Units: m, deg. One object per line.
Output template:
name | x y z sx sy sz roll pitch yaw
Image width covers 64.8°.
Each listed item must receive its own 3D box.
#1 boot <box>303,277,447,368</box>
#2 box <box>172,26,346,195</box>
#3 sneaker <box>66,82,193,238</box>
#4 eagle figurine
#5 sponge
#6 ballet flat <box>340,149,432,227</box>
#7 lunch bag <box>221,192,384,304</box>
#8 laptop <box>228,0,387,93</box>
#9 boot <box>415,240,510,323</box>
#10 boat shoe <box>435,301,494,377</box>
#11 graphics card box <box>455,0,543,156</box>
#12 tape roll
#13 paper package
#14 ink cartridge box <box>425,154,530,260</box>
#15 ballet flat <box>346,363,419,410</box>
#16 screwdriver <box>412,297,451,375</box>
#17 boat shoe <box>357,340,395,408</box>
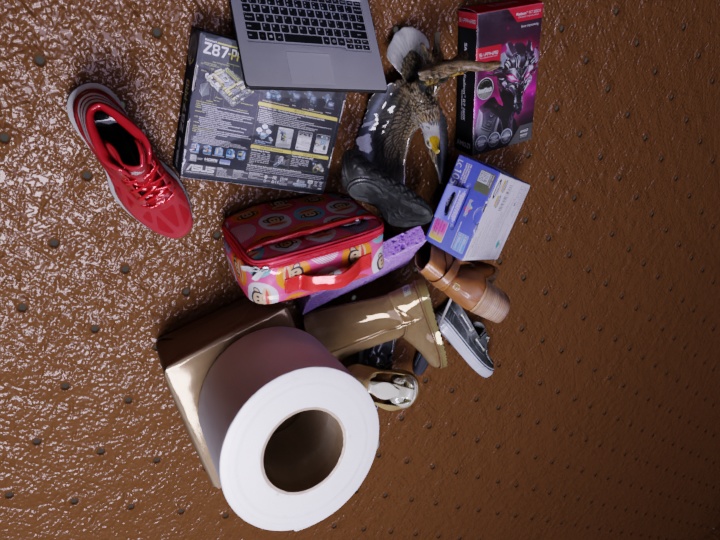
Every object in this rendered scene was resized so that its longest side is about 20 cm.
boot | 0.028 0.107 0.900 0.195 0.067 0.179 -19 118 5
box | -0.119 -0.187 0.698 0.195 0.049 0.165 1 116 -32
sneaker | -0.244 -0.098 0.623 0.078 0.115 0.202 -38 129 -7
eagle figurine | 0.080 -0.207 0.781 0.148 0.154 0.201 23 148 -1
sponge | 0.000 0.000 0.843 0.196 0.030 0.112 -25 169 -19
ballet flat | 0.043 -0.105 0.766 0.065 0.058 0.198 -20 155 28
lunch bag | -0.069 -0.027 0.732 0.195 0.176 0.084 -17 124 -23
laptop | -0.045 -0.319 0.625 0.182 0.115 0.206 -8 80 -28
boot | 0.151 -0.003 0.915 0.152 0.200 0.075 30 101 -12
boat shoe | 0.208 0.129 1.058 0.071 0.072 0.200 -43 128 2
graphics card box | 0.204 -0.286 0.846 0.123 0.051 0.205 -18 124 -23
tape roll | -0.092 0.189 0.706 0.197 0.138 0.209 -7 106 -25
paper package | -0.164 0.160 0.798 0.187 0.103 0.205 -25 113 -19
ink cartridge box | 0.178 -0.093 0.870 0.198 0.075 0.140 -5 120 -60
ballet flat | 0.048 0.193 0.904 0.197 0.062 0.071 16 84 -46
screwdriver | 0.129 0.117 0.994 0.027 0.030 0.203 16 134 -1
boat shoe | 0.026 0.170 0.969 0.068 0.066 0.205 9 110 -35
